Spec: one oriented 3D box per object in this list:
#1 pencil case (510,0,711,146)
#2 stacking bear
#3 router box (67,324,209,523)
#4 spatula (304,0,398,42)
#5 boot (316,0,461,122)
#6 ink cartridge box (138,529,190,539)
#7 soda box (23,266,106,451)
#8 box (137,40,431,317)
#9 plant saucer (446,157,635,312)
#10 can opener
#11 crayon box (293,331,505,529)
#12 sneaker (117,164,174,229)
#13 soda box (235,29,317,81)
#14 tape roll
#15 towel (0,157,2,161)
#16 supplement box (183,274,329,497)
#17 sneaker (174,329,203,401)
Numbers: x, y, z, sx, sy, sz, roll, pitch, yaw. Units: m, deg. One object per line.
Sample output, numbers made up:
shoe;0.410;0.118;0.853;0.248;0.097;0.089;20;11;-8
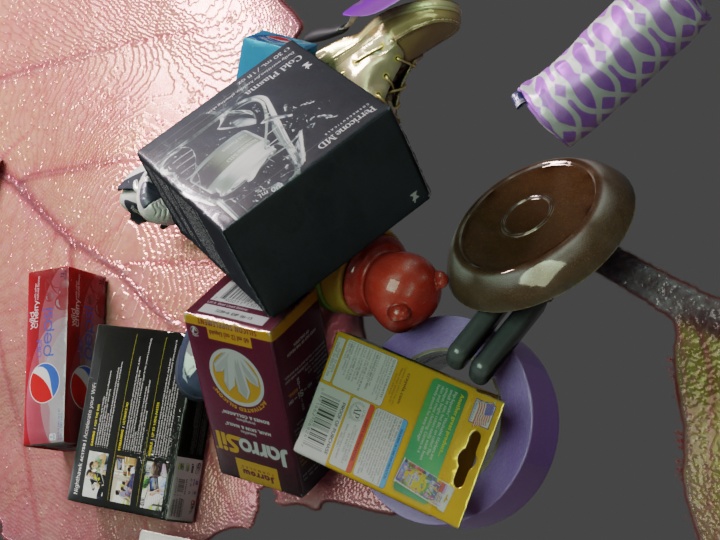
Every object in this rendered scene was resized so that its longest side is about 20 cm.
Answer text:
pencil case;0.242;-0.208;1.594;0.200;0.084;0.086;-40;39;16
stacking bear;0.000;0.000;1.631;0.121;0.115;0.199;-33;38;-28
router box;-0.237;0.165;1.813;0.148;0.051;0.202;5;82;34
spatula;-0.014;-0.263;1.737;0.021;0.056;0.200;59;155;-8
boot;0.031;-0.180;1.713;0.199;0.073;0.157;-23;66;31
ink cartridge box;-0.180;0.386;1.736;0.160;0.050;0.202;5;78;32
soda box;-0.336;0.101;1.877;0.063;0.070;0.202;-8;75;30
box;-0.075;-0.092;1.588;0.199;0.124;0.196;-37;41;-12
plant saucer;0.163;-0.043;1.567;0.199;0.032;0.201;-25;34;18
can opener;0.151;0.021;1.563;0.052;0.067;0.200;32;63;17
crayon box;0.045;0.152;1.571;0.199;0.051;0.127;21;91;33
sneaker;-0.219;-0.078;1.799;0.130;0.079;0.200;-43;17;29
soda box;-0.101;-0.146;1.748;0.067;0.064;0.202;15;108;11
tape roll;0.091;0.148;1.611;0.198;0.065;0.202;-7;76;29
towel;-0.540;-0.097;2.073;0.199;0.030;0.148;16;88;35
supplement box;-0.094;0.114;1.656;0.109;0.086;0.202;11;126;32
sneaker;-0.131;0.048;1.733;0.070;0.082;0.201;31;85;-8
